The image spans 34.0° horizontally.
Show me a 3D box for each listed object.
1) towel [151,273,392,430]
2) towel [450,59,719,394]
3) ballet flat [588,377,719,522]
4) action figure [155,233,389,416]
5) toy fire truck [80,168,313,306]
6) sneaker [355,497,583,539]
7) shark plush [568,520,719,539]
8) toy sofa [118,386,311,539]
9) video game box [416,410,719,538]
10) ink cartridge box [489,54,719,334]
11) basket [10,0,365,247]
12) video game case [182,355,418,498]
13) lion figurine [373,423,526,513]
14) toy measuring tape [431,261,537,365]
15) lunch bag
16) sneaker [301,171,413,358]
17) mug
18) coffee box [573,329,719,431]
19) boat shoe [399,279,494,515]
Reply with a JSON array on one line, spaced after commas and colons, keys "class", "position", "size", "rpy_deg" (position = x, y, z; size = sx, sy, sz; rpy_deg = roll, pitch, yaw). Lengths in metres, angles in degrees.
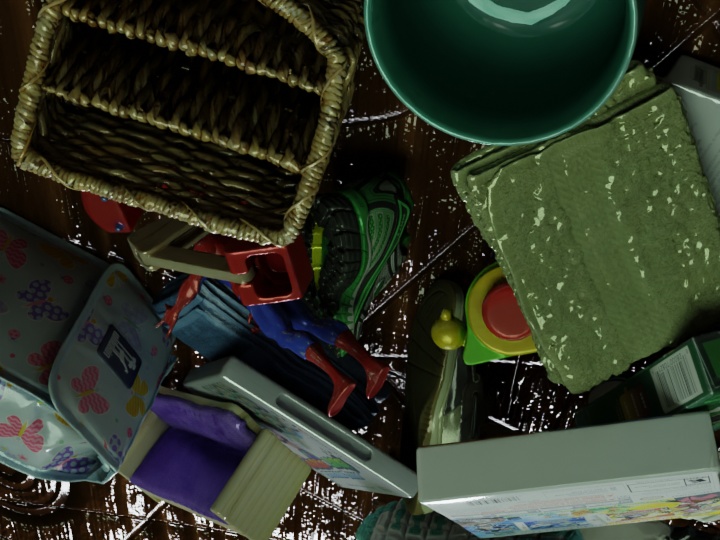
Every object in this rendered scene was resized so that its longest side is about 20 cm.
[{"class": "towel", "position": [-0.078, 0.071, 0.995], "size": [0.200, 0.049, 0.112], "rpy_deg": [36, 150, -18]}, {"class": "towel", "position": [0.158, -0.022, 0.756], "size": [0.148, 0.036, 0.200], "rpy_deg": [-26, 117, 7]}, {"class": "ballet flat", "position": [0.262, 0.168, 0.984], "size": [0.200, 0.069, 0.069], "rpy_deg": [39, 132, -20]}, {"class": "action figure", "position": [-0.077, 0.042, 0.880], "size": [0.200, 0.065, 0.099], "rpy_deg": [46, 127, 23]}, {"class": "toy fire truck", "position": [-0.122, -0.039, 0.850], "size": [0.200, 0.141, 0.049], "rpy_deg": [0, 132, 18]}, {"class": "sneaker", "position": [0.090, 0.251, 0.996], "size": [0.200, 0.078, 0.091], "rpy_deg": [5, 118, 26]}, {"class": "shark plush", "position": [0.226, 0.223, 1.057], "size": [0.200, 0.091, 0.083], "rpy_deg": [-5, 178, -5]}, {"class": "toy sofa", "position": [-0.146, 0.166, 1.039], "size": [0.200, 0.083, 0.098], "rpy_deg": [6, 146, 52]}, {"class": "video game box", "position": [0.160, 0.153, 0.852], "size": [0.200, 0.047, 0.182], "rpy_deg": [-9, 155, 16]}, {"class": "ink cartridge box", "position": [0.217, -0.049, 0.807], "size": [0.200, 0.047, 0.198], "rpy_deg": [22, 137, 0]}, {"class": "basket", "position": [-0.105, -0.130, 0.755], "size": [0.200, 0.149, 0.143], "rpy_deg": [19, 135, 0]}, {"class": "video game case", "position": [-0.056, 0.133, 0.995], "size": [0.182, 0.024, 0.200], "rpy_deg": [34, 165, -10]}, {"class": "lion figurine", "position": [0.088, 0.192, 1.069], "size": [0.122, 0.073, 0.200], "rpy_deg": [13, 150, -8]}, {"class": "toy measuring tape", "position": [0.145, 0.017, 0.834], "size": [0.200, 0.074, 0.074], "rpy_deg": [-13, 129, 10]}, {"class": "lunch bag", "position": [-0.260, 0.065, 0.976], "size": [0.200, 0.170, 0.127], "rpy_deg": [30, 131, -8]}, {"class": "sneaker", "position": [0.000, 0.000, 0.897], "size": [0.078, 0.085, 0.200], "rpy_deg": [57, 157, 20]}, {"class": "mug", "position": [0.095, -0.175, 0.669], "size": [0.152, 0.114, 0.185], "rpy_deg": [31, 128, -4]}, {"class": "coffee box", "position": [0.245, 0.084, 0.842], "size": [0.123, 0.044, 0.200], "rpy_deg": [-12, 161, -16]}, {"class": "boat shoe", "position": [0.075, 0.103, 0.956], "size": [0.066, 0.072, 0.201], "rpy_deg": [1, 107, -19]}]
